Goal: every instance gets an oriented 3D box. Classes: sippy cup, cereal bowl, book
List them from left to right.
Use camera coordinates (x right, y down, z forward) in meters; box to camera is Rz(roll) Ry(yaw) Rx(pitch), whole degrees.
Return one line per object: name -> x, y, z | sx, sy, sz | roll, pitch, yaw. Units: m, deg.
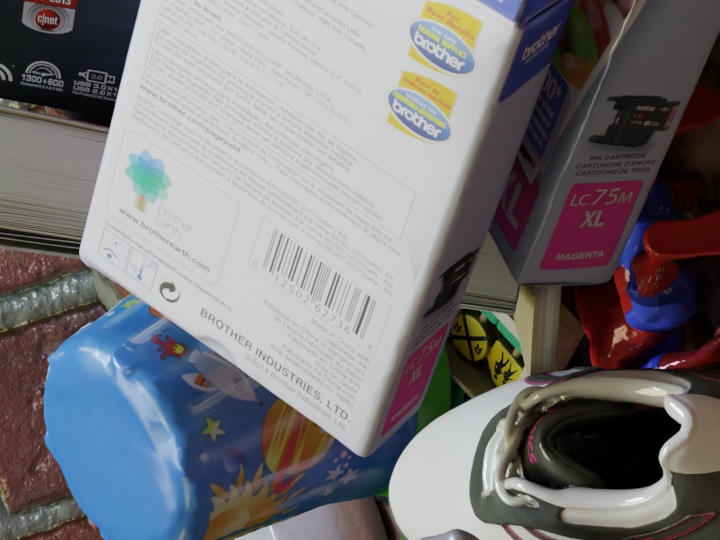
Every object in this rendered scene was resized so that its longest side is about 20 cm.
sippy cup -> -0.054, 0.050, 0.970 | 0.177, 0.130, 0.140 | 29, 131, 36
book -> -0.046, -0.027, 0.864 | 0.134, 0.199, 0.048 | -119, 39, -82
cereal bowl -> -0.030, 0.185, 1.611 | 0.200, 0.083, 0.201 | 161, 90, -79

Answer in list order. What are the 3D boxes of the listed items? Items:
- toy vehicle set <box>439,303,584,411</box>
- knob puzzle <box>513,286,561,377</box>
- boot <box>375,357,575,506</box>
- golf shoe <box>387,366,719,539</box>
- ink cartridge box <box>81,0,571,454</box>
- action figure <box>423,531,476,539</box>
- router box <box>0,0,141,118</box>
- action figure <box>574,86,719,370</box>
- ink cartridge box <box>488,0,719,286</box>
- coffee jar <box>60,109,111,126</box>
toy vehicle set -> 0.000, 0.000, 1.007 | 0.200, 0.026, 0.125 | 46, 139, 22
knob puzzle -> 0.064, -0.094, 0.853 | 0.220, 0.030, 0.221 | 176, 90, -86
boot -> 0.041, 0.056, 1.118 | 0.198, 0.073, 0.163 | 49, 157, 46
golf shoe -> 0.068, 0.058, 0.773 | 0.199, 0.088, 0.078 | -11, 65, 48
ink cartridge box -> -0.011, -0.053, 0.702 | 0.119, 0.042, 0.201 | 34, 133, 18
action figure -> 0.103, 0.156, 0.675 | 0.201, 0.192, 0.105 | -79, -5, -51
router box -> -0.063, -0.125, 0.807 | 0.062, 0.199, 0.150 | -91, 13, -50
action figure -> 0.102, 0.003, 0.813 | 0.200, 0.051, 0.066 | 96, 159, -71
ink cartridge box -> 0.067, -0.107, 0.695 | 0.120, 0.042, 0.201 | 64, 146, 39
coffee jar -> -0.067, -0.150, 0.898 | 0.201, 0.085, 0.105 | -60, 33, 37
